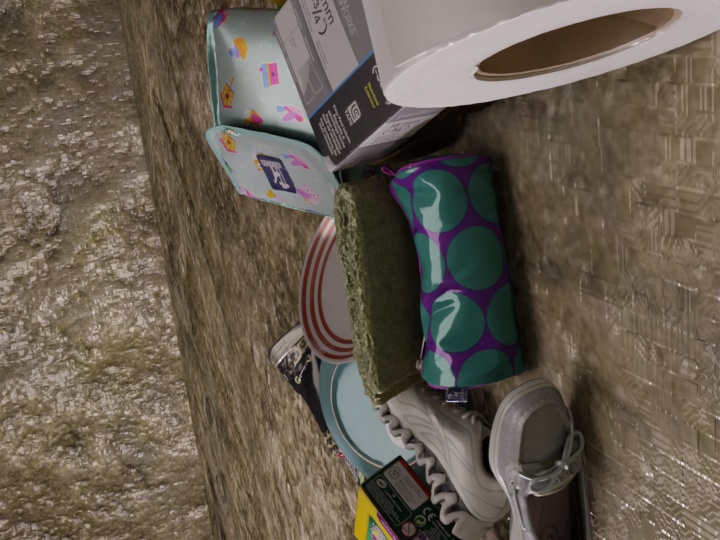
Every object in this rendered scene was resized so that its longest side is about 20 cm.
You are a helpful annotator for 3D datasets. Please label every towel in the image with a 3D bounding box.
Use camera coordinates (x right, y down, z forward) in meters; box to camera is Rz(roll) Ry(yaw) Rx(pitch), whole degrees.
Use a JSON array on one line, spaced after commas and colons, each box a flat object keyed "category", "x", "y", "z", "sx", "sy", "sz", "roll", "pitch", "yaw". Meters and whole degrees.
[{"category": "towel", "x": 0.038, "y": 0.008, "z": 0.833, "sx": 0.036, "sy": 0.148, "sz": 0.201, "roll": 2, "pitch": 107, "yaw": 41}]

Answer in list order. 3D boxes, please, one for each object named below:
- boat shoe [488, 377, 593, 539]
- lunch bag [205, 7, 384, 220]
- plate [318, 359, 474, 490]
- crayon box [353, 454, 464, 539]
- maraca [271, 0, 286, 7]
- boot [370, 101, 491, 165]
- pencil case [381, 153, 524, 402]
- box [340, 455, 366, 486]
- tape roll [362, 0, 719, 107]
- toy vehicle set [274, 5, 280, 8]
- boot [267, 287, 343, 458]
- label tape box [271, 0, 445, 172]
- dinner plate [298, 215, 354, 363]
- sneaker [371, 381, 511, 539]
[{"category": "boat shoe", "x": 0.150, "y": 0.177, "z": 0.726, "sx": 0.065, "sy": 0.074, "sz": 0.203, "roll": 33, "pitch": 137, "yaw": 56}, {"category": "lunch bag", "x": -0.061, "y": -0.155, "z": 0.919, "sx": 0.170, "sy": 0.122, "sz": 0.201, "roll": 14, "pitch": 109, "yaw": 33}, {"category": "plate", "x": 0.027, "y": 0.138, "z": 0.964, "sx": 0.200, "sy": 0.026, "sz": 0.201, "roll": 8, "pitch": 103, "yaw": 37}, {"category": "crayon box", "x": 0.076, "y": 0.301, "z": 0.915, "sx": 0.200, "sy": 0.058, "sz": 0.173, "roll": 49, "pitch": 160, "yaw": 23}, {"category": "maraca", "x": -0.056, "y": -0.341, "z": 0.930, "sx": 0.200, "sy": 0.107, "sz": 0.138, "roll": 144, "pitch": 116, "yaw": -66}, {"category": "boot", "x": 0.036, "y": -0.185, "z": 0.805, "sx": 0.200, "sy": 0.076, "sz": 0.156, "roll": 141, "pitch": 113, "yaw": -66}, {"category": "pencil case", "x": 0.079, "y": 0.003, "z": 0.781, "sx": 0.085, "sy": 0.092, "sz": 0.201, "roll": -33, "pitch": -65, "yaw": -76}, {"category": "box", "x": 0.007, "y": 0.186, "z": 1.182, "sx": 0.137, "sy": 0.038, "sz": 0.201, "roll": -132, "pitch": 35, "yaw": -54}, {"category": "tape roll", "x": 0.099, "y": -0.144, "z": 0.463, "sx": 0.202, "sy": 0.202, "sz": 0.071, "roll": 165, "pitch": 92, "yaw": -71}, {"category": "toy vehicle set", "x": -0.074, "y": -0.259, "z": 1.072, "sx": 0.124, "sy": 0.026, "sz": 0.201, "roll": 151, "pitch": 121, "yaw": -69}, {"category": "boot", "x": -0.001, "y": 0.103, "z": 1.046, "sx": 0.203, "sy": 0.073, "sz": 0.154, "roll": -40, "pitch": 72, "yaw": 30}, {"category": "label tape box", "x": 0.018, "y": -0.184, "z": 0.713, "sx": 0.200, "sy": 0.063, "sz": 0.145, "roll": -34, "pitch": 75, "yaw": 55}, {"category": "dinner plate", "x": 0.000, "y": 0.000, "z": 0.962, "sx": 0.200, "sy": 0.024, "sz": 0.201, "roll": -31, "pitch": 50, "yaw": 44}, {"category": "sneaker", "x": 0.078, "y": 0.147, "z": 0.869, "sx": 0.081, "sy": 0.075, "sz": 0.200, "roll": -42, "pitch": 71, "yaw": 23}]
